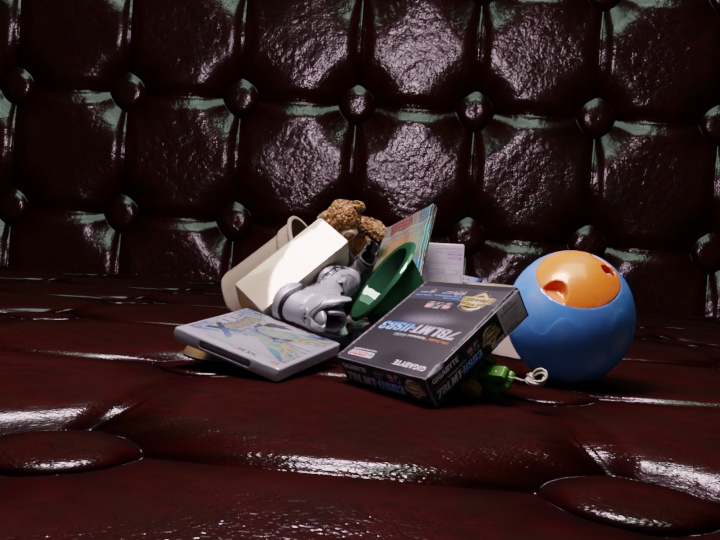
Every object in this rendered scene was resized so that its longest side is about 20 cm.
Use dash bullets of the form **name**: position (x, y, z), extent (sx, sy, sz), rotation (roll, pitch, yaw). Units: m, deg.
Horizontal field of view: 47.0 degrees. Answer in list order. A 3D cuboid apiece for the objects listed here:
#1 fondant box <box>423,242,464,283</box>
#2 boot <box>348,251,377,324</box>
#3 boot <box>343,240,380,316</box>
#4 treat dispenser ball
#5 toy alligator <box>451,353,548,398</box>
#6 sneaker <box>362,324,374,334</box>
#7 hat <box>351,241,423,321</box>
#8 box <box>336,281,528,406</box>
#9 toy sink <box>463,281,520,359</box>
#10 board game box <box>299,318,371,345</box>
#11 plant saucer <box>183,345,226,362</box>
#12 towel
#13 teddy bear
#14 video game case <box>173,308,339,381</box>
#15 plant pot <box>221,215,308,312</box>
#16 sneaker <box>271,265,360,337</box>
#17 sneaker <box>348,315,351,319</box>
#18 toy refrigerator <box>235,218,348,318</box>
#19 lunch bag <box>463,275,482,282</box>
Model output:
- **fondant box**: position (0.128, 0.047, 1.638), extent (0.140, 0.206, 0.058), rotation (3, -2, -5)
- **boot**: position (0.000, 0.021, 1.729), extent (0.208, 0.080, 0.159), rotation (27, 30, -4)
- **boot**: position (0.000, 0.000, 1.559), extent (0.067, 0.132, 0.200), rotation (32, 17, -5)
- **treat dispenser ball**: position (0.325, 0.072, 1.284), extent (0.195, 0.207, 0.201), rotation (4, 2, 0)
- **toy alligator**: position (0.166, 0.145, 1.094), extent (0.197, 0.060, 0.055), rotation (4, -40, 42)
- **sneaker**: position (0.066, 0.121, 1.332), extent (0.079, 0.078, 0.199), rotation (12, 0, -19)
- **hat**: position (0.100, 0.071, 1.393), extent (0.175, 0.167, 0.200), rotation (39, 2, -11)
- **box**: position (0.096, 0.090, 1.130), extent (0.197, 0.051, 0.198), rotation (-36, 22, -28)
- **toy sink**: position (0.288, 0.096, 1.634), extent (0.110, 0.134, 0.198), rotation (3, 1, -37)
- **board game box**: position (-0.046, 0.120, 1.646), extent (0.123, 0.036, 0.200), rotation (3, 2, 5)
- **plant saucer**: position (-0.188, 0.120, 1.346), extent (0.195, 0.036, 0.200), rotation (4, 1, 0)
- **towel**: position (0.071, -0.023, 1.535), extent (0.022, 0.203, 0.145), rotation (37, -40, -27)
- **teddy bear**: position (-0.026, -0.063, 1.581), extent (0.141, 0.068, 0.200), rotation (9, -22, -11)
- **video game case**: position (-0.149, 0.106, 1.234), extent (0.179, 0.023, 0.199), rotation (19, 12, 21)
- **plant pot**: position (-0.161, 0.029, 1.591), extent (0.181, 0.204, 0.200), rotation (-26, -5, 11)
- **sneaker**: position (-0.044, 0.054, 1.367), extent (0.114, 0.077, 0.198), rotation (24, 28, 35)
- **sneaker**: position (-0.085, 0.043, 1.774), extent (0.074, 0.118, 0.200), rotation (-16, -31, 27)
- **toy refrigerator**: position (-0.114, 0.007, 1.423), extent (0.076, 0.199, 0.071), rotation (38, -27, 24)
- **lunch bag**: position (0.166, 0.082, 1.832), extent (0.166, 0.131, 0.199), rotation (5, 12, 23)
